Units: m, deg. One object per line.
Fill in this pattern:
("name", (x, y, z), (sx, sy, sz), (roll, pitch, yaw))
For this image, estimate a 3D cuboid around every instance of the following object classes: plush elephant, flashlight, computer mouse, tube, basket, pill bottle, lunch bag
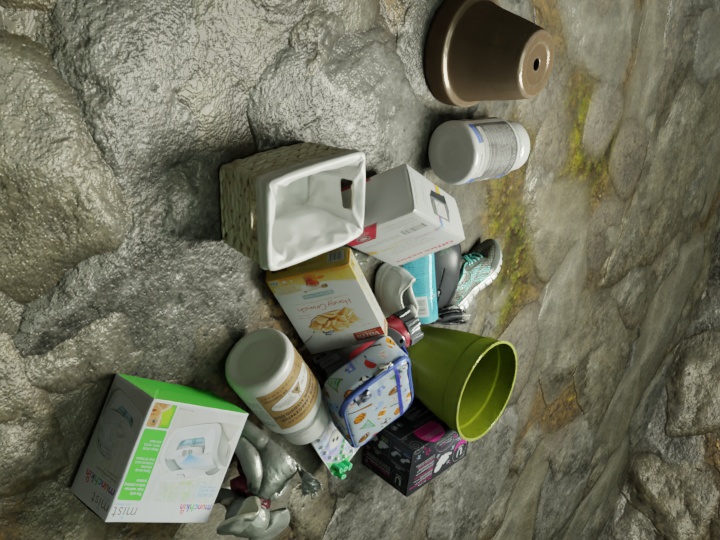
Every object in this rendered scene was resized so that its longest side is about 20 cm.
("plush elephant", (-0.171, 0.344, 1.317), (0.155, 0.198, 0.166), (-49, 147, -14))
("flashlight", (0.016, 0.138, 1.456), (0.198, 0.067, 0.069), (-31, 123, -24))
("computer mouse", (0.154, 0.018, 1.616), (0.135, 0.053, 0.205), (-1, 107, -13))
("tube", (0.109, -0.003, 1.557), (0.076, 0.050, 0.205), (-12, 110, -12))
("basket", (-0.100, -0.103, 1.221), (0.198, 0.122, 0.138), (-24, 125, -43))
("pill bottle", (0.226, -0.226, 1.567), (0.198, 0.113, 0.116), (-14, 119, -46))
("pill bottle", (-0.126, 0.194, 1.347), (0.115, 0.113, 0.201), (-51, 140, -19))
("lunch bag", (0.021, 0.204, 1.420), (0.159, 0.076, 0.202), (-33, 149, -16))

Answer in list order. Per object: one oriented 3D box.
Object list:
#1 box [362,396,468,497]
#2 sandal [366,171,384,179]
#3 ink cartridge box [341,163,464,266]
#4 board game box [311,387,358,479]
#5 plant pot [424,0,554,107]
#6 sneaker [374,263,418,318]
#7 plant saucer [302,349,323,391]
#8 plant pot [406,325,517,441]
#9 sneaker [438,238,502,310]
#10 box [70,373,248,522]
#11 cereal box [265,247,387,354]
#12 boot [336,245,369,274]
("box", (0.116, 0.343, 1.707), (0.198, 0.131, 0.117), (-20, 127, -43))
("sandal", (0.056, -0.139, 1.449), (0.199, 0.079, 0.059), (1, 72, -47))
("ink cartridge box", (0.062, -0.085, 1.368), (0.199, 0.145, 0.088), (21, 54, -59))
("board game box", (-0.012, 0.256, 1.534), (0.201, 0.026, 0.202), (-49, 139, -23))
("plant pot", (0.236, -0.371, 1.457), (0.199, 0.173, 0.204), (-28, 129, -41))
("sneaker", (0.072, 0.089, 1.558), (0.075, 0.087, 0.204), (-31, 130, -39))
("plant saucer", (-0.037, 0.188, 1.519), (0.199, 0.036, 0.205), (-26, 126, -41))
("plant pot", (0.176, 0.199, 1.656), (0.198, 0.191, 0.205), (-25, 126, -40))
("sneaker", (0.219, 0.000, 1.709), (0.201, 0.077, 0.092), (-51, 136, -23))
("box", (-0.284, 0.258, 1.203), (0.199, 0.095, 0.180), (25, 86, -54))
("cereal box", (-0.051, 0.053, 1.354), (0.202, 0.141, 0.040), (62, 21, -44))
("boot", (0.000, 0.000, 1.447), (0.199, 0.067, 0.133), (37, 74, -52))
